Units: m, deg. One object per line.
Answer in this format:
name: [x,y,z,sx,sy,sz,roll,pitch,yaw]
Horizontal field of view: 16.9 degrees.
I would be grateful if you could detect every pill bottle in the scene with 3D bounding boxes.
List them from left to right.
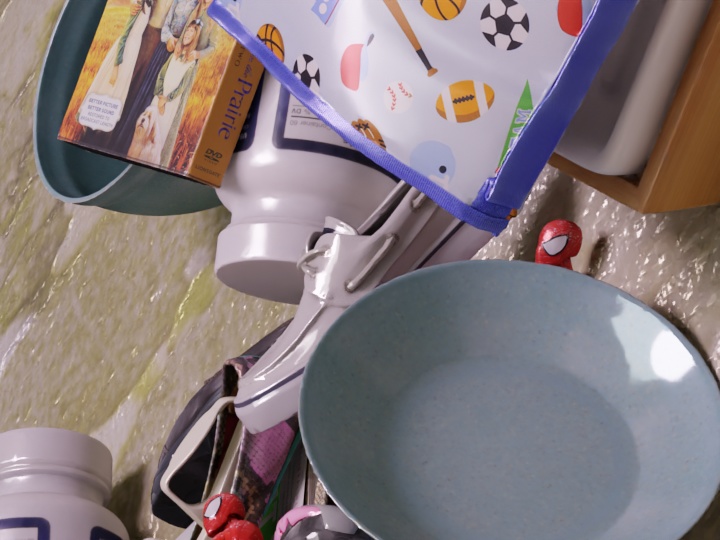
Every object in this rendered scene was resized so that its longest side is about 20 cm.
pill bottle: [-0.214,0.213,1.611,0.120,0.120,0.200,-37,44,48]
pill bottle: [-0.026,-0.086,1.446,0.116,0.116,0.200,-17,60,57]

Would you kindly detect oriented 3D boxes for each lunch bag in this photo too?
lunch bag: [0.049,-0.133,1.156,0.200,0.124,0.170,45,113,43]

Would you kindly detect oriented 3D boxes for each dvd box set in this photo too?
dvd box set: [-0.100,-0.156,1.446,0.146,0.029,0.200,19,87,49]

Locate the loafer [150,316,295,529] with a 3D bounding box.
loafer: [-0.071,0.079,1.486,0.200,0.073,0.072,-45,34,39]

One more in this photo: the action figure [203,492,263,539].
action figure: [-0.073,0.197,1.279,0.200,0.052,0.065,-88,0,-46]

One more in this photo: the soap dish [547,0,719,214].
soap dish: [0.135,-0.123,1.217,0.200,0.081,0.158,36,107,60]

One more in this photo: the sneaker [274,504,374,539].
sneaker: [-0.019,0.203,1.255,0.200,0.079,0.095,97,-174,-46]

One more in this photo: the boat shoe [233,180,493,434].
boat shoe: [0.000,0.000,1.277,0.200,0.066,0.072,-42,10,-3]

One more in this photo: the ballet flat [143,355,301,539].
ballet flat: [-0.085,0.143,1.380,0.069,0.071,0.200,-5,67,65]

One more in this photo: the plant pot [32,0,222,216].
plant pot: [-0.105,-0.121,1.583,0.200,0.134,0.201,-30,51,46]

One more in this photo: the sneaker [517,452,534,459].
sneaker: [0.064,0.173,1.138,0.089,0.078,0.200,81,-169,-57]

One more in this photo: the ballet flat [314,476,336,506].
ballet flat: [0.011,0.076,1.325,0.075,0.068,0.200,101,177,-63]

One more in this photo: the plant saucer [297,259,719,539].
plant saucer: [0.070,0.078,1.136,0.039,0.201,0.201,94,167,-45]

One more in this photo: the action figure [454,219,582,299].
action figure: [0.053,0.061,1.250,0.065,0.099,0.200,30,99,60]

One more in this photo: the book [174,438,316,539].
book: [-0.066,0.185,1.450,0.200,0.048,0.134,-47,33,42]
